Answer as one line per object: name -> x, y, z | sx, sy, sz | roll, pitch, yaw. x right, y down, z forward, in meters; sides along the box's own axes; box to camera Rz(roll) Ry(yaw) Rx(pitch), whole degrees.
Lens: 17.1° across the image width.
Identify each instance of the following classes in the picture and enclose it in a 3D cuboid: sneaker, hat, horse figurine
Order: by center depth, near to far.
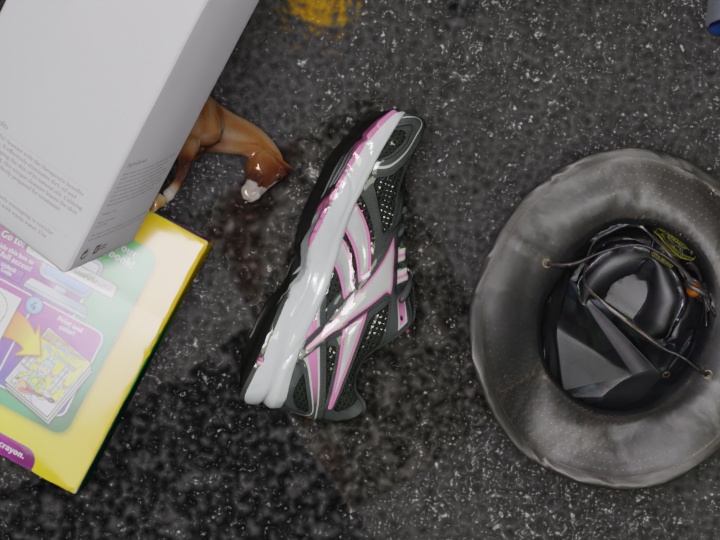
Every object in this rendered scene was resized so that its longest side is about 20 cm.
horse figurine -> -0.142, -0.102, 1.439 | 0.200, 0.132, 0.050 | 39, 132, 12
hat -> 0.152, 0.030, 1.443 | 0.199, 0.081, 0.202 | 0, 87, -7
sneaker -> 0.000, 0.000, 1.455 | 0.086, 0.080, 0.201 | 23, 99, -11

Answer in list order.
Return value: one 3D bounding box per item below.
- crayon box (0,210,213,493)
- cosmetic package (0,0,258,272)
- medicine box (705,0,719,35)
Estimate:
crayon box -> -0.217, 0.011, 1.457 | 0.199, 0.058, 0.173 | 28, 90, 0
cosmetic package -> -0.141, -0.113, 1.313 | 0.107, 0.085, 0.201 | 37, 114, 11
medicine box -> 0.318, -0.222, 1.426 | 0.199, 0.103, 0.183 | 7, 91, 1
